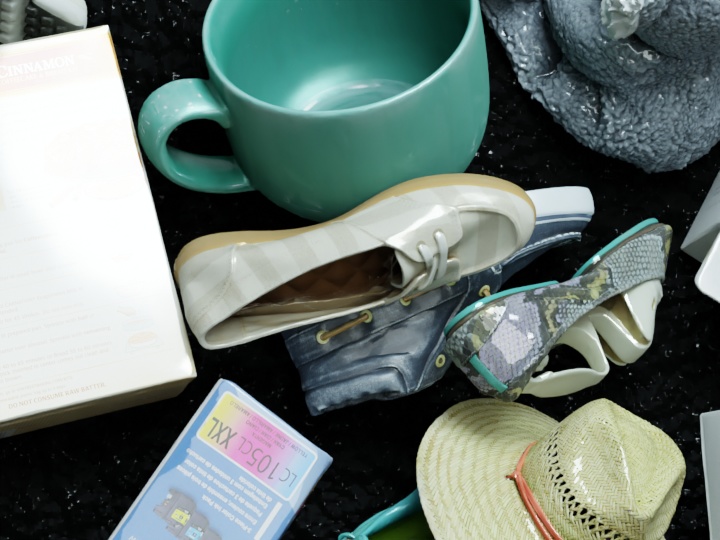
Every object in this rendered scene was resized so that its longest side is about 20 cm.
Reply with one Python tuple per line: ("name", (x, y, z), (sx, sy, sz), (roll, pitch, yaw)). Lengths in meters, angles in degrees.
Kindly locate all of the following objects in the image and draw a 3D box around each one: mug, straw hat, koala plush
("mug", (-0.019, -0.101, 1.203), (0.183, 0.115, 0.153), (2, 51, 13))
("straw hat", (0.129, 0.118, 1.160), (0.200, 0.085, 0.202), (29, 32, -20))
("koala plush", (0.181, -0.163, 1.231), (0.176, 0.200, 0.185), (-20, 84, -18))

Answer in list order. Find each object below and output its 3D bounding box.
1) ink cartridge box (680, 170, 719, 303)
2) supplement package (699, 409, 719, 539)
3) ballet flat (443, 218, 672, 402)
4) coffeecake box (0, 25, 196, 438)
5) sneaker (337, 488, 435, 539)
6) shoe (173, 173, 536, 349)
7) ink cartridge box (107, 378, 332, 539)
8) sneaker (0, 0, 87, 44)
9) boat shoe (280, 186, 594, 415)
("ink cartridge box", (0.274, -0.039, 1.299), (0.115, 0.067, 0.201), (32, 72, -6))
("supplement package", (0.304, 0.152, 1.211), (0.199, 0.111, 0.157), (6, 75, -36))
("ballet flat", (0.126, 0.030, 1.218), (0.200, 0.072, 0.072), (-23, 84, -45))
("coffeecake box", (-0.190, -0.016, 1.169), (0.152, 0.073, 0.202), (-12, 82, -17))
("sneaker", (-0.014, 0.176, 1.161), (0.199, 0.080, 0.077), (-36, 62, -24))
("shoe", (0.000, 0.000, 1.153), (0.198, 0.070, 0.054), (-13, 44, 1))
("ink cartridge box", (-0.106, 0.168, 1.118), (0.076, 0.137, 0.201), (36, 72, 1))
("sneaker", (-0.232, -0.197, 1.199), (0.199, 0.075, 0.081), (33, 60, -1))
("boat shoe", (0.049, 0.017, 1.231), (0.199, 0.071, 0.092), (-16, 83, -10))
